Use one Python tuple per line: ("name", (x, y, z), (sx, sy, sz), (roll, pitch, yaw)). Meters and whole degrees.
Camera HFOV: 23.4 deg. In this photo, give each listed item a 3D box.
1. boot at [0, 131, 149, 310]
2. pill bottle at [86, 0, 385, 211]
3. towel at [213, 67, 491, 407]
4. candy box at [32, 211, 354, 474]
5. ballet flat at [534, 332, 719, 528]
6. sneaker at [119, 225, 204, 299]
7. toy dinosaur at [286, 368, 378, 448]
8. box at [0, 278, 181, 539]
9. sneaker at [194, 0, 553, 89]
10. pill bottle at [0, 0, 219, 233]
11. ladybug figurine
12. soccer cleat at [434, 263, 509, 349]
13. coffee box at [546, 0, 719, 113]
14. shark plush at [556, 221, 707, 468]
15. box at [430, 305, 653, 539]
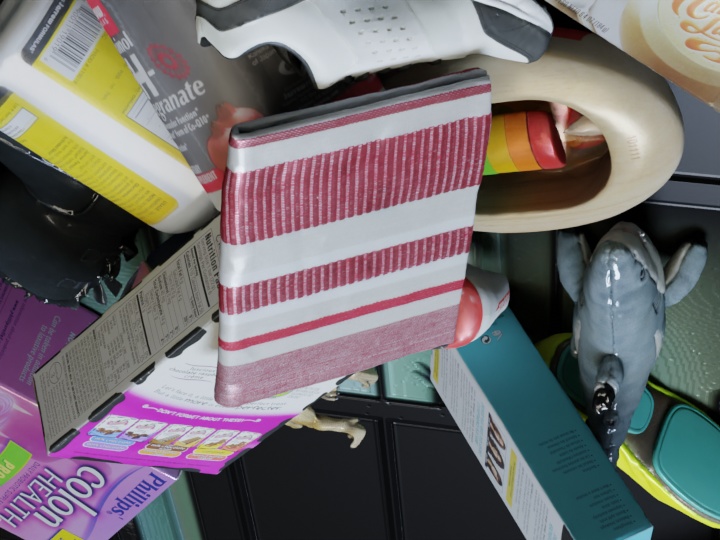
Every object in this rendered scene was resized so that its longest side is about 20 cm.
("boot", (-0.213, -0.063, 1.103), (0.198, 0.073, 0.162), (35, 142, -18))
("pill bottle", (-0.077, -0.139, 0.902), (0.111, 0.111, 0.200), (-24, 103, 37))
("towel", (-0.007, -0.015, 0.905), (0.144, 0.023, 0.200), (-16, 140, -20))
("candy box", (-0.081, 0.046, 1.030), (0.136, 0.061, 0.200), (13, 140, -44))
("ballet flat", (0.186, 0.108, 1.179), (0.200, 0.067, 0.067), (37, 157, -20))
("sneaker", (-0.133, 0.029, 1.135), (0.070, 0.082, 0.200), (52, 156, 9))
("toy dinosaur", (-0.042, 0.086, 1.191), (0.101, 0.058, 0.200), (10, 164, -24))
("box", (-0.244, 0.106, 1.280), (0.200, 0.097, 0.176), (30, 138, -17))
("sneaker", (0.005, -0.125, 0.854), (0.200, 0.074, 0.080), (10, 101, -30))
("pill bottle", (-0.121, -0.091, 1.002), (0.200, 0.112, 0.112), (34, 137, -20))
("ladybug figurine", (0.083, -0.085, 0.974), (0.200, 0.072, 0.136), (-2, 136, 20))
("soccer cleat", (0.000, 0.000, 1.106), (0.200, 0.085, 0.069), (16, 110, 28))
("coffee box", (0.152, -0.171, 0.848), (0.200, 0.080, 0.114), (30, 138, -16))
("shark plush", (0.146, 0.056, 1.071), (0.091, 0.083, 0.200), (17, 120, 4))
("box", (0.109, 0.111, 1.098), (0.049, 0.200, 0.082), (-22, 145, -14))
